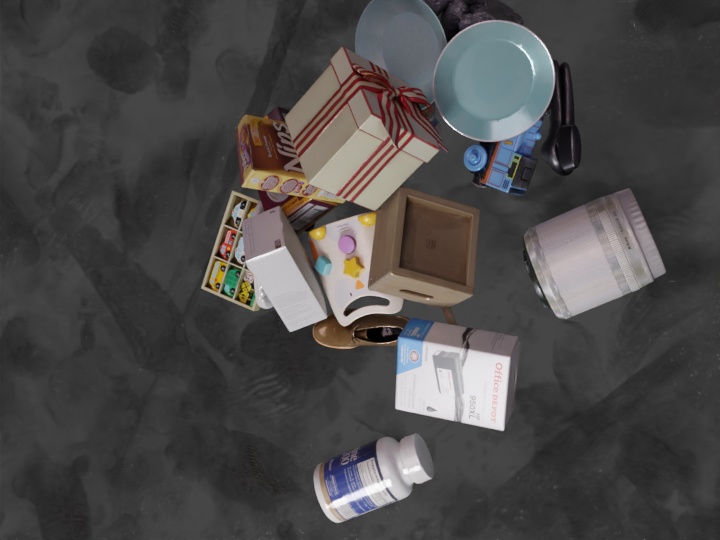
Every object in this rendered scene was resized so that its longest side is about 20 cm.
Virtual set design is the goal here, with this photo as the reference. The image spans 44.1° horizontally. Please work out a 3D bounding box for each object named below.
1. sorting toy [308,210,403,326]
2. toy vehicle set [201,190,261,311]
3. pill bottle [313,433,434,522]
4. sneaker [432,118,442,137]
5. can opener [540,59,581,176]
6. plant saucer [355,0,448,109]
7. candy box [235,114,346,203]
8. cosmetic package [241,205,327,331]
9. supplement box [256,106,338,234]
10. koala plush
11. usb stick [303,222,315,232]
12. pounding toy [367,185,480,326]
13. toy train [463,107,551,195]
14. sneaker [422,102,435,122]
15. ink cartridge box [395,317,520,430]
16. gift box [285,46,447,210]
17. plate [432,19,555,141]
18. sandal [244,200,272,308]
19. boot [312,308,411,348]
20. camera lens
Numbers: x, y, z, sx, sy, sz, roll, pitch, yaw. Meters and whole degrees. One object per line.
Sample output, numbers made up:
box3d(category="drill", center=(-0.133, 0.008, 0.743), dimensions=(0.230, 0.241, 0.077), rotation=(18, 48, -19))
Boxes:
box3d(category="sorting toy", center=(0.000, 0.000, 1.598), dimensions=(0.198, 0.107, 0.182), rotation=(-16, 81, 17))
box3d(category="toy vehicle set", center=(-0.222, -0.038, 1.718), dimensions=(0.123, 0.026, 0.202), rotation=(20, 95, 18))
box3d(category="pill bottle", center=(0.025, 0.363, 1.579), dimensions=(0.198, 0.111, 0.112), rotation=(-25, 81, 16))
box3d(category="sneaker", center=(0.053, -0.212, 1.591), dimensions=(0.199, 0.105, 0.076), rotation=(-34, 79, 15))
box3d(category="can opener", center=(0.348, -0.261, 1.522), dimensions=(0.078, 0.063, 0.203), rotation=(-11, 74, 44))
box3d(category="plant saucer", center=(0.077, -0.371, 1.504), dimensions=(0.199, 0.039, 0.204), rotation=(20, 122, 34))
box3d(category="candy box", center=(-0.112, -0.190, 1.529), dimensions=(0.056, 0.198, 0.118), rotation=(-46, 47, 49))
box3d(category="cosmetic package", center=(-0.134, -0.001, 1.583), dimensions=(0.080, 0.201, 0.114), rotation=(-22, 42, 8))
box3d(category="supplement box", center=(-0.133, -0.183, 1.635), dimensions=(0.110, 0.085, 0.202), rotation=(-33, 67, 28))
box3d(category="koala plush", center=(0.176, -0.373, 1.547), dimensions=(0.177, 0.183, 0.202), rotation=(37, 121, 25))
box3d(category="usb stick", center=(-0.090, -0.175, 1.675), dimensions=(0.055, 0.033, 0.203), rotation=(15, 94, 24))
box3d(category="pounding toy", center=(0.119, -0.013, 1.531), dimensions=(0.198, 0.142, 0.187), rotation=(14, 70, -19))
box3d(category="toy train", center=(0.256, -0.230, 1.522), dimensions=(0.113, 0.086, 0.202), rotation=(26, 104, 31))
box3d(category="sneaker", center=(0.055, -0.306, 1.607), dimensions=(0.199, 0.080, 0.071), rotation=(35, 70, 24))
box3d(category="ink cartridge box", center=(0.166, 0.177, 1.530), dimensions=(0.197, 0.084, 0.147), rotation=(9, 113, 18))
box3d(category="gift box", center=(0.016, -0.219, 1.430), dimensions=(0.187, 0.183, 0.201), rotation=(-44, 54, 28))
box3d(category="plate", center=(0.215, -0.307, 1.438), dimensions=(0.197, 0.026, 0.202), rotation=(2, 121, 3))
box3d(category="sandal", center=(-0.189, -0.031, 1.655), dimensions=(0.049, 0.082, 0.206), rotation=(3, 96, 30))
box3d(category="boot", center=(-0.003, 0.108, 1.617), dimensions=(0.197, 0.075, 0.075), rotation=(-2, 91, 20))
box3d(category="camera lens", center=(0.375, -0.024, 1.449), dimensions=(0.198, 0.160, 0.162), rotation=(-24, 81, 16))
